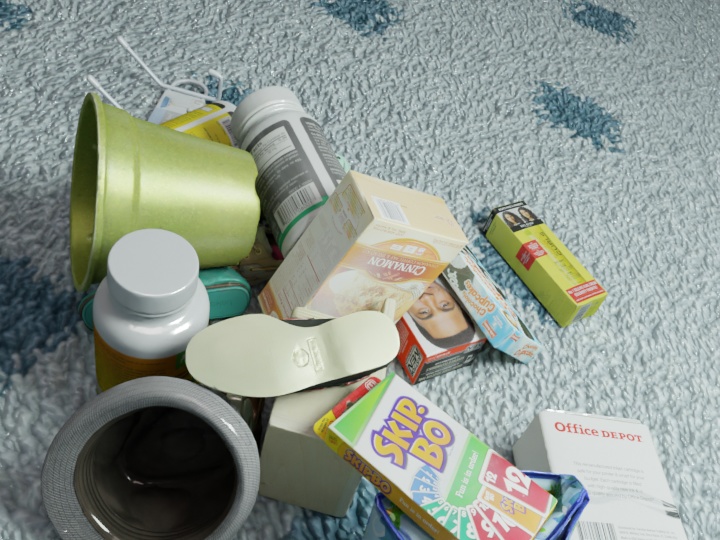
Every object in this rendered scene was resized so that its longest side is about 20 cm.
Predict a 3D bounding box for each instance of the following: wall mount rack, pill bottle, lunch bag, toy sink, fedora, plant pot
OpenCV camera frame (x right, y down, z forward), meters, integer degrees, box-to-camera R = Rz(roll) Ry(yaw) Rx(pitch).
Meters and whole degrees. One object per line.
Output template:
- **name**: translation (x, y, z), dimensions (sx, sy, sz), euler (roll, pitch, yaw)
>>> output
- **wall mount rack**: translation (-0.304, -0.268, 1.071), dimensions (0.169, 0.076, 0.203), euler (15, 44, -4)
- **pill bottle**: translation (-0.207, 0.061, 0.706), dimensions (0.108, 0.203, 0.113), euler (9, 45, -10)
- **lunch bag**: translation (0.099, 0.267, 0.641), dimensions (0.195, 0.173, 0.129), euler (-9, 46, -28)
- **pill bottle**: translation (-0.079, -0.115, 0.856), dimensions (0.111, 0.114, 0.203), euler (-13, 62, -29)
- **pill bottle**: translation (-0.239, -0.142, 0.948), dimensions (0.112, 0.114, 0.199), euler (38, 47, 18)
- **toy sink**: translation (-0.039, 0.126, 0.756), dimensions (0.109, 0.132, 0.203), euler (16, 45, -3)
- **fedora**: translation (-0.180, 0.176, 0.657), dimensions (0.179, 0.198, 0.090), euler (53, 10, -9)
- **plant pot**: translation (-0.214, -0.077, 0.790), dimensions (0.180, 0.203, 0.203), euler (3, 46, -29)

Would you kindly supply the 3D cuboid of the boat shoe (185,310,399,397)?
- **boat shoe**: translation (-0.063, 0.080, 0.659), dimensions (0.195, 0.063, 0.076), euler (-5, 72, -20)

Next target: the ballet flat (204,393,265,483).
- **ballet flat**: translation (-0.128, 0.133, 0.758), dimensions (0.066, 0.073, 0.203), euler (13, 45, -1)

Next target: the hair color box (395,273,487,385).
- **hair color box**: translation (0.066, 0.038, 0.925), dimensions (0.099, 0.062, 0.202), euler (-12, 54, -30)

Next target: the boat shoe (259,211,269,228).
- **boat shoe**: translation (-0.123, -0.082, 0.949), dimensions (0.194, 0.072, 0.070), euler (-14, 79, -4)

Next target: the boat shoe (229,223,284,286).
- **boat shoe**: translation (-0.127, -0.027, 0.910), dimensions (0.194, 0.070, 0.075), euler (-7, 51, -23)

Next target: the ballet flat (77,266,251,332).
- **ballet flat**: translation (-0.226, 0.032, 0.833), dimensions (0.194, 0.069, 0.070), euler (-6, 26, -22)

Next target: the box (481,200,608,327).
- **box**: translation (0.268, -0.014, 1.053), dimensions (0.074, 0.051, 0.202), euler (-13, 54, -30)

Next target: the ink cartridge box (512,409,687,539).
- **ink cartridge box**: translation (0.257, 0.265, 0.761), dimensions (0.142, 0.087, 0.203), euler (9, 44, -12)

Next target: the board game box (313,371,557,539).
- **board game box**: translation (0.059, 0.163, 0.598), dimensions (0.198, 0.031, 0.095), euler (33, 42, 26)

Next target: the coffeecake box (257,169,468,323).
- **coffeecake box**: translation (0.000, 0.000, 0.806), dimensions (0.151, 0.201, 0.074), euler (9, 42, -42)

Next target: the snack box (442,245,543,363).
- **snack box**: translation (0.155, 0.025, 0.943), dimensions (0.115, 0.037, 0.202), euler (27, 26, -55)

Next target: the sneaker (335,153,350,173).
- **sneaker**: translation (-0.006, -0.116, 1.031), dimensions (0.195, 0.075, 0.120), euler (19, 51, 2)
